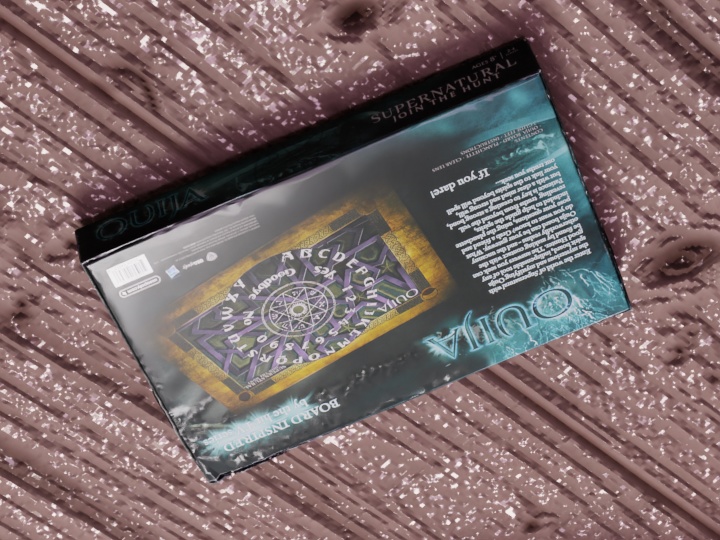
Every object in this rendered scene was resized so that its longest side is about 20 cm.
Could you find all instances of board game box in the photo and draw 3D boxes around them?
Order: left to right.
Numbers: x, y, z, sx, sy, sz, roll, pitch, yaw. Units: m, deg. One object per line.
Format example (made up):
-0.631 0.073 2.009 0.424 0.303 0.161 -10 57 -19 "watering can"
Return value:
0.000 0.000 1.099 0.200 0.028 0.135 -22 128 3 "board game box"
